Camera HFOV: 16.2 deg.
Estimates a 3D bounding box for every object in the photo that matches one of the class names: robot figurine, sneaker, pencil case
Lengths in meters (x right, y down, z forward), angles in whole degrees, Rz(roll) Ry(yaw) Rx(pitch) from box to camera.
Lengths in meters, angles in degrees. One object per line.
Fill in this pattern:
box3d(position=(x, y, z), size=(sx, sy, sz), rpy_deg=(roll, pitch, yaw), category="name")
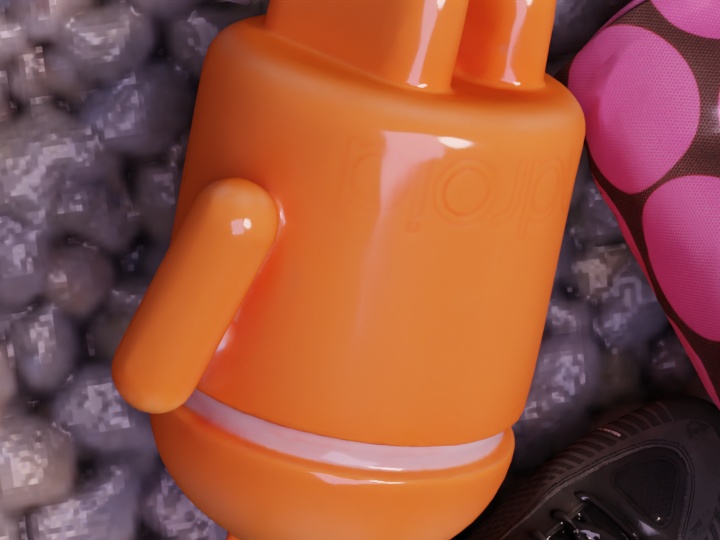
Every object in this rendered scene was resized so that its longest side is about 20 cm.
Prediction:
box3d(position=(-0.002, 0.000, 0.747), size=(0.116, 0.144, 0.201), rpy_deg=(12, 107, 3), category="robot figurine")
box3d(position=(0.047, 0.107, 0.767), size=(0.200, 0.091, 0.067), rpy_deg=(-39, 80, -13), category="sneaker")
box3d(position=(0.139, 0.001, 0.752), size=(0.093, 0.091, 0.201), rpy_deg=(-21, 77, -18), category="pencil case")

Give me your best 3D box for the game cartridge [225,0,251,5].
box3d(position=(-0.098, -0.157, 0.691), size=(0.199, 0.038, 0.131), rpy_deg=(12, 99, -34), category="game cartridge")
